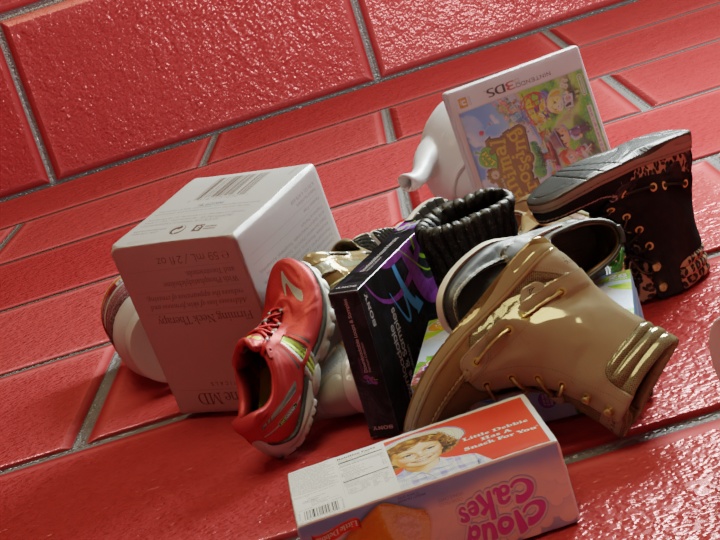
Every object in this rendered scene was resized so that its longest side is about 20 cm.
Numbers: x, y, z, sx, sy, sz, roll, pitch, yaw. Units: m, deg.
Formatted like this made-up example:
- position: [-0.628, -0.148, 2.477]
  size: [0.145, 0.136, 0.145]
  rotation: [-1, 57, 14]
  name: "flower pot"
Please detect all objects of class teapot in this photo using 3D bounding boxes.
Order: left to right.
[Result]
- position: [0.173, -0.128, 1.926]
  size: [0.199, 0.197, 0.147]
  rotation: [-31, 36, 17]
  name: "teapot"

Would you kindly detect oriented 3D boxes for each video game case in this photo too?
- position: [0.212, -0.149, 1.854]
  size: [0.181, 0.201, 0.022]
  rotation: [-21, 7, -13]
  name: "video game case"

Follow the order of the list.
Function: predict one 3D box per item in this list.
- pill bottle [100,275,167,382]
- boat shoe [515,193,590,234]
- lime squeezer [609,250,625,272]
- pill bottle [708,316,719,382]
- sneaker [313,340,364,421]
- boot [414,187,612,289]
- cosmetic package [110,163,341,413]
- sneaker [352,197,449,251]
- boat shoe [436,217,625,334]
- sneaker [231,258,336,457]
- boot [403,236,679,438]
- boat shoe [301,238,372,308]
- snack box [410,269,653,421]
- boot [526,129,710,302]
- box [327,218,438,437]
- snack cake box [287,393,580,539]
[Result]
- position: [-0.240, 0.065, 1.792]
  size: [0.109, 0.110, 0.200]
  rotation: [-21, 14, -12]
  name: "pill bottle"
- position: [0.209, -0.040, 1.712]
  size: [0.074, 0.076, 0.200]
  rotation: [-27, 16, -21]
  name: "boat shoe"
- position: [0.235, -0.011, 1.593]
  size: [0.199, 0.038, 0.071]
  rotation: [-19, -28, 0]
  name: "lime squeezer"
- position: [0.368, 0.036, 1.151]
  size: [0.199, 0.114, 0.113]
  rotation: [-22, 15, -17]
  name: "pill bottle"
- position: [-0.009, 0.087, 1.509]
  size: [0.091, 0.076, 0.200]
  rotation: [-18, 12, 20]
  name: "sneaker"
- position: [0.156, -0.013, 1.498]
  size: [0.210, 0.159, 0.079]
  rotation: [-28, 17, -34]
  name: "boot"
- position: [-0.119, 0.019, 1.589]
  size: [0.166, 0.201, 0.166]
  rotation: [-6, 26, 34]
  name: "cosmetic package"
- position: [0.036, -0.015, 1.841]
  size: [0.199, 0.077, 0.085]
  rotation: [-27, -4, -28]
  name: "sneaker"
- position: [0.151, 0.001, 1.359]
  size: [0.199, 0.072, 0.067]
  rotation: [-24, 10, -31]
  name: "boat shoe"
- position: [-0.078, 0.071, 1.422]
  size: [0.077, 0.085, 0.201]
  rotation: [-21, 53, 37]
  name: "sneaker"
- position: [0.143, 0.093, 1.229]
  size: [0.200, 0.155, 0.073]
  rotation: [-52, -20, -4]
  name: "boot"
- position: [0.000, 0.000, 1.561]
  size: [0.072, 0.076, 0.200]
  rotation: [-38, -13, 16]
  name: "boat shoe"
- position: [0.154, 0.076, 1.358]
  size: [0.199, 0.068, 0.169]
  rotation: [-14, 15, 13]
  name: "snack box"
- position: [0.260, -0.041, 1.495]
  size: [0.199, 0.152, 0.073]
  rotation: [-25, 17, -32]
  name: "boot"
- position: [0.040, 0.049, 1.443]
  size: [0.036, 0.144, 0.200]
  rotation: [-9, 18, 28]
  name: "box"
- position: [0.050, 0.168, 1.141]
  size: [0.199, 0.068, 0.115]
  rotation: [-18, 12, -2]
  name: "snack cake box"
